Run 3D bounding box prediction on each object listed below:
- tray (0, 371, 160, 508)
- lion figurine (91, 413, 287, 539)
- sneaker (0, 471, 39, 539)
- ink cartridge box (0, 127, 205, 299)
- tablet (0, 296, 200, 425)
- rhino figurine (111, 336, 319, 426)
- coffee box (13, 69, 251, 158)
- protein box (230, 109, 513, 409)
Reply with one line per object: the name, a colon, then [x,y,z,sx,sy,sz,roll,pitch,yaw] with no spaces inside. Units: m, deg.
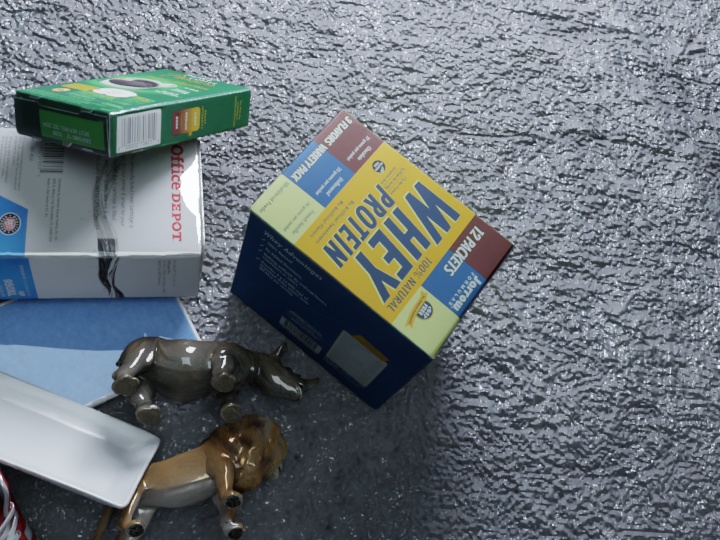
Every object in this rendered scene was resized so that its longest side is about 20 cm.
tray: [-0.282,0.144,0.739,0.199,0.108,0.022,23,110,-5]
lion figurine: [-0.160,0.191,0.760,0.198,0.073,0.123,-11,31,-9]
sneaker: [-0.288,0.232,0.693,0.071,0.113,0.200,-36,81,-23]
ink cartridge box: [-0.253,-0.053,0.818,0.198,0.084,0.146,0,59,-13]
tablet: [-0.266,0.065,0.818,0.199,0.014,0.131,-25,77,-22]
rhino figurine: [-0.132,0.097,0.797,0.198,0.088,0.060,3,113,-20]
coffee box: [-0.210,-0.155,0.821,0.122,0.044,0.200,16,24,25]
protein box: [0.000,0.000,0.805,0.198,0.200,0.135,39,65,3]
